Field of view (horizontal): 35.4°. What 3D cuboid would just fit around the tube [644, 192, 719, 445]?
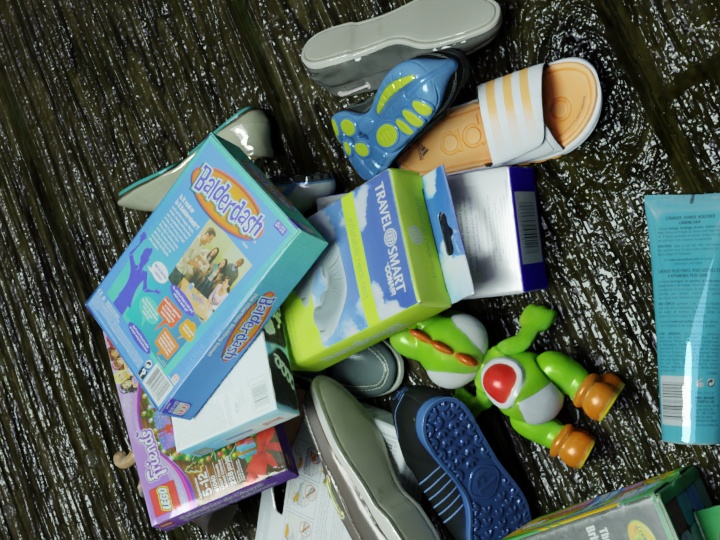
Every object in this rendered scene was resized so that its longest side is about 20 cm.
[{"bbox_3d":[0.267,0.038,0.911,0.077,0.050,0.202,-1,88,27],"label":"tube"}]

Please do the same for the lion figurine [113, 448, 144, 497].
[{"bbox_3d":[-0.181,0.114,1.126,0.122,0.072,0.201,-24,58,26],"label":"lion figurine"}]

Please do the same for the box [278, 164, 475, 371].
[{"bbox_3d":[0.000,0.000,0.970,0.199,0.047,0.123,-29,66,41],"label":"box"}]

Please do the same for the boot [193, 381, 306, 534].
[{"bbox_3d":[-0.144,0.159,1.137,0.201,0.070,0.146,-56,43,11],"label":"boot"}]

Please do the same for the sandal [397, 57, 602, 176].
[{"bbox_3d":[0.111,-0.122,0.984,0.205,0.059,0.080,-18,84,30],"label":"sandal"}]

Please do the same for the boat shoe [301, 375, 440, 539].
[{"bbox_3d":[-0.002,0.188,1.002,0.060,0.072,0.201,-44,68,29],"label":"boat shoe"}]

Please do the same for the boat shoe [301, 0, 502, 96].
[{"bbox_3d":[0.042,-0.203,1.031,0.198,0.057,0.067,-6,54,27],"label":"boat shoe"}]

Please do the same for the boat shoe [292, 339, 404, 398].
[{"bbox_3d":[-0.053,0.080,1.092,0.199,0.062,0.073,16,100,29],"label":"boat shoe"}]

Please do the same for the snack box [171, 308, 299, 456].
[{"bbox_3d":[-0.126,0.052,1.014,0.116,0.037,0.202,-25,64,27],"label":"snack box"}]

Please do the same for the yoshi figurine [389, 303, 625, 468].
[{"bbox_3d":[0.123,0.086,0.987,0.199,0.113,0.112,28,148,12],"label":"yoshi figurine"}]

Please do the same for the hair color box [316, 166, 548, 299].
[{"bbox_3d":[0.062,-0.025,1.017,0.199,0.065,0.110,-7,89,30],"label":"hair color box"}]

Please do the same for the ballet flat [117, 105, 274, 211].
[{"bbox_3d":[-0.166,-0.094,1.152,0.199,0.069,0.070,-29,78,29],"label":"ballet flat"}]

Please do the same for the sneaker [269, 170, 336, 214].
[{"bbox_3d":[-0.100,-0.046,1.110,0.199,0.072,0.073,-22,88,32],"label":"sneaker"}]

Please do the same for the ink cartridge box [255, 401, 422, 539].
[{"bbox_3d":[-0.022,0.225,1.094,0.173,0.043,0.202,16,101,42],"label":"ink cartridge box"}]

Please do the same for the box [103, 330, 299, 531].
[{"bbox_3d":[-0.152,0.123,1.054,0.136,0.039,0.201,-24,66,6],"label":"box"}]

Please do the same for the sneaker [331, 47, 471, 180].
[{"bbox_3d":[0.037,-0.138,0.996,0.071,0.082,0.199,59,152,0],"label":"sneaker"}]

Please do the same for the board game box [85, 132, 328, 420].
[{"bbox_3d":[-0.139,0.004,0.985,0.200,0.045,0.152,-51,54,12],"label":"board game box"}]

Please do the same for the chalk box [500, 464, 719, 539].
[{"bbox_3d":[0.228,0.238,0.900,0.199,0.124,0.126,-25,79,28],"label":"chalk box"}]

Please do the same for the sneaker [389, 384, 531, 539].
[{"bbox_3d":[0.089,0.185,0.998,0.078,0.070,0.201,19,136,63],"label":"sneaker"}]
